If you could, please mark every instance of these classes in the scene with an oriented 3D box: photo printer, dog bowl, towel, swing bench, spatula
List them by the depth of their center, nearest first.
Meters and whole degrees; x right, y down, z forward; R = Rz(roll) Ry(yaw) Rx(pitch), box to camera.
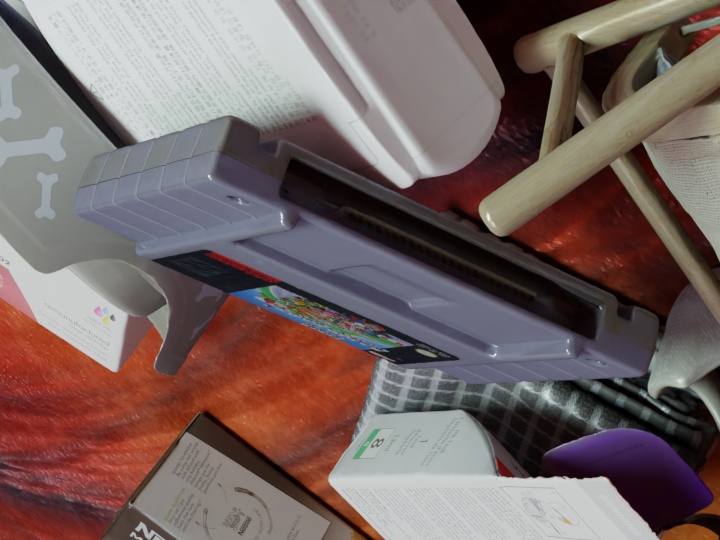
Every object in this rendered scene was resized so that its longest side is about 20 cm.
[{"bbox_3d":[0.182,-0.022,0.760,0.200,0.130,0.199,-27,115,25],"label":"swing bench"},{"bbox_3d":[-0.053,-0.098,0.841,0.167,0.069,0.200,54,152,-16],"label":"photo printer"},{"bbox_3d":[-0.129,-0.045,0.957,0.200,0.059,0.200,46,-179,-2],"label":"dog bowl"},{"bbox_3d":[0.160,0.118,0.975,0.056,0.021,0.200,-25,141,33],"label":"spatula"},{"bbox_3d":[0.079,0.085,1.056,0.165,0.086,0.200,29,148,11],"label":"towel"}]

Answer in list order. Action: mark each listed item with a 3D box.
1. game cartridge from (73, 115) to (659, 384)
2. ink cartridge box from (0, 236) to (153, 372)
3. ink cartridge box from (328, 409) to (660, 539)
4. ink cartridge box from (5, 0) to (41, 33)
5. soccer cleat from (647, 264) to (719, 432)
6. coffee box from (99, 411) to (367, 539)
[{"bbox_3d":[0.000,0.000,0.837,0.200,0.038,0.130,24,160,-26],"label":"game cartridge"},{"bbox_3d":[-0.148,-0.044,1.124,0.116,0.068,0.200,32,148,8],"label":"ink cartridge box"},{"bbox_3d":[0.098,0.128,0.959,0.161,0.050,0.200,47,151,-21],"label":"ink cartridge box"},{"bbox_3d":[-0.131,-0.173,0.961,0.198,0.043,0.200,31,148,9],"label":"ink cartridge box"},{"bbox_3d":[0.205,0.083,0.928,0.200,0.086,0.070,40,149,-5],"label":"soccer cleat"},{"bbox_3d":[-0.056,0.191,1.330,0.200,0.080,0.114,38,148,-2],"label":"coffee box"}]
